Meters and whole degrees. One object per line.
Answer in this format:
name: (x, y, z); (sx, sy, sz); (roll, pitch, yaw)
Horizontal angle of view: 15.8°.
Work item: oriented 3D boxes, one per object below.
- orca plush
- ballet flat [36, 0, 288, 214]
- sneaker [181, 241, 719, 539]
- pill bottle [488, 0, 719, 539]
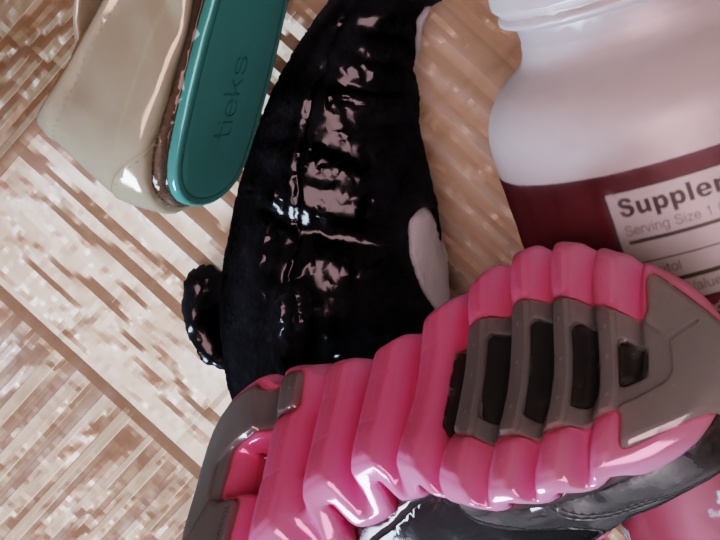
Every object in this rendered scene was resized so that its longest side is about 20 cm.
orca plush: (0.000, 0.000, 0.768); (0.105, 0.071, 0.200); (22, 109, 4)
ballet flat: (-0.040, -0.115, 0.747); (0.069, 0.069, 0.200); (24, 102, 3)
sneaker: (0.042, 0.057, 0.704); (0.095, 0.079, 0.200); (35, 146, -27)
pill bottle: (0.103, -0.011, 0.724); (0.113, 0.113, 0.200); (-17, 101, 15)
